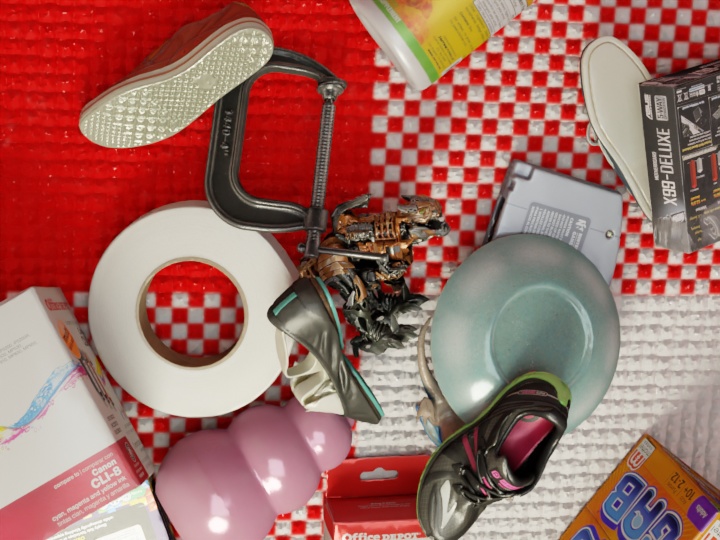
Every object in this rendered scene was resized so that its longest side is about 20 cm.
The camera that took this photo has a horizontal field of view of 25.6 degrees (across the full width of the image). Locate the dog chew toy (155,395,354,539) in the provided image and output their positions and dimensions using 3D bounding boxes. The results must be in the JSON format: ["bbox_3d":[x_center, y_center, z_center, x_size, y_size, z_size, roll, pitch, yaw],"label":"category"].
[{"bbox_3d":[-0.094,0.186,1.509,0.199,0.124,0.125,-32,107,-8],"label":"dog chew toy"}]

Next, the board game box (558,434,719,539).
[{"bbox_3d":[0.323,0.326,1.569,0.199,0.200,0.200,37,97,-17],"label":"board game box"}]

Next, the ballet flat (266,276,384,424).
[{"bbox_3d":[-0.038,0.084,1.450,0.068,0.068,0.201,-30,133,-7],"label":"ballet flat"}]

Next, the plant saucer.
[{"bbox_3d":[0.165,0.067,1.499,0.199,0.039,0.204,-1,92,-18],"label":"plant saucer"}]

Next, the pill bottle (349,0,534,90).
[{"bbox_3d":[0.097,-0.266,1.425,0.199,0.111,0.111,-39,107,2],"label":"pill bottle"}]

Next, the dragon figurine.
[{"bbox_3d":[0.090,0.148,1.557,0.058,0.099,0.202,-27,88,2],"label":"dragon figurine"}]

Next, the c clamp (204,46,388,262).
[{"bbox_3d":[-0.057,-0.107,1.449,0.169,0.027,0.203,1,80,-1],"label":"c clamp"}]

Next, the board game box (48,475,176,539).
[{"bbox_3d":[-0.273,0.296,1.537,0.198,0.057,0.167,-18,108,-4],"label":"board game box"}]

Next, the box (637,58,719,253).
[{"bbox_3d":[0.357,-0.121,1.498,0.199,0.050,0.160,-20,110,-30],"label":"box"}]

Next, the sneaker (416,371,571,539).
[{"bbox_3d":[0.118,0.179,1.454,0.076,0.084,0.201,32,110,-13],"label":"sneaker"}]

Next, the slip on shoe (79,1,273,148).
[{"bbox_3d":[-0.168,-0.176,1.435,0.199,0.062,0.074,-31,134,12],"label":"slip on shoe"}]

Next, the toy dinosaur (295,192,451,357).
[{"bbox_3d":[0.000,0.000,1.493,0.199,0.102,0.136,-18,112,41],"label":"toy dinosaur"}]

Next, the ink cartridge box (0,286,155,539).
[{"bbox_3d":[-0.297,0.132,1.418,0.144,0.145,0.201,-29,90,-2],"label":"ink cartridge box"}]

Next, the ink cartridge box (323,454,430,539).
[{"bbox_3d":[0.023,0.291,1.579,0.115,0.067,0.202,-2,104,-9],"label":"ink cartridge box"}]

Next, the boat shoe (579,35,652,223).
[{"bbox_3d":[0.259,-0.134,1.513,0.075,0.062,0.201,-35,109,-2],"label":"boat shoe"}]

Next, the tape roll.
[{"bbox_3d":[-0.154,0.036,1.477,0.200,0.037,0.205,1,102,5],"label":"tape roll"}]

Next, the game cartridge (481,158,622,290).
[{"bbox_3d":[0.178,0.004,1.549,0.132,0.040,0.202,17,101,-10],"label":"game cartridge"}]
